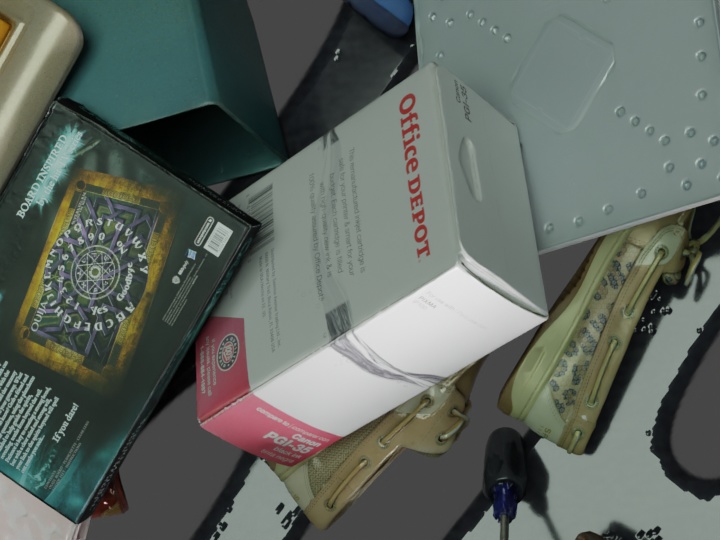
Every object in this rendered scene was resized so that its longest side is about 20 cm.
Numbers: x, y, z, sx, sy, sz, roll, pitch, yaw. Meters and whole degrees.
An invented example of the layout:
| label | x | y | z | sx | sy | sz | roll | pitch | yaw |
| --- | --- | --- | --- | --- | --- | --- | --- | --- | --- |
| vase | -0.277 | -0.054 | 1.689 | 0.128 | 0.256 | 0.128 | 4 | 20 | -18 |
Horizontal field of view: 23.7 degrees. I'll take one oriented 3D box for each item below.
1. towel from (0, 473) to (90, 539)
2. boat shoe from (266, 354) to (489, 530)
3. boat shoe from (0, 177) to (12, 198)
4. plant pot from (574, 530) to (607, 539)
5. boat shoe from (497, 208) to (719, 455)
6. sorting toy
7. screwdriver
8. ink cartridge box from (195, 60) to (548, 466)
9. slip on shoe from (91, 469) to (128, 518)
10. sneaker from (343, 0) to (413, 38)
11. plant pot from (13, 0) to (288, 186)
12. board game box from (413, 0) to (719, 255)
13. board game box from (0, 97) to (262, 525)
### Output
| label | x | y | z | sx | sy | sz | roll | pitch | yaw |
| --- | --- | --- | --- | --- | --- | --- | --- | --- | --- |
| towel | -0.262 | 0.161 | 1.072 | 0.199 | 0.032 | 0.192 | 30 | 116 | 18 |
| boat shoe | 0.037 | 0.080 | 1.024 | 0.200 | 0.071 | 0.065 | -38 | 81 | 18 |
| boat shoe | -0.214 | 0.015 | 1.034 | 0.075 | 0.068 | 0.201 | -40 | 61 | 28 |
| plant pot | 0.165 | 0.254 | 0.915 | 0.198 | 0.200 | 0.201 | 32 | 92 | 23 |
| boat shoe | 0.156 | 0.012 | 1.001 | 0.062 | 0.073 | 0.201 | 34 | 101 | 8 |
| sorting toy | -0.276 | -0.106 | 1.005 | 0.199 | 0.036 | 0.186 | 31 | 92 | 29 |
| screwdriver | 0.077 | 0.148 | 0.949 | 0.028 | 0.200 | 0.029 | 30 | 119 | -9 |
| ink cartridge box | 0.000 | 0.000 | 0.971 | 0.199 | 0.083 | 0.147 | -32 | 46 | 31 |
| slip on shoe | -0.156 | 0.059 | 1.077 | 0.061 | 0.074 | 0.202 | 10 | 86 | -7 |
| sneaker | -0.017 | -0.236 | 1.066 | 0.082 | 0.074 | 0.201 | -34 | 78 | 6 |
| plant pot | -0.144 | -0.160 | 1.061 | 0.140 | 0.141 | 0.202 | -13 | 75 | 12 |
| board game box | 0.122 | -0.110 | 0.987 | 0.199 | 0.026 | 0.202 | -18 | 68 | 36 |
| board game box | -0.162 | 0.023 | 0.967 | 0.135 | 0.028 | 0.201 | 33 | 100 | 7 |
